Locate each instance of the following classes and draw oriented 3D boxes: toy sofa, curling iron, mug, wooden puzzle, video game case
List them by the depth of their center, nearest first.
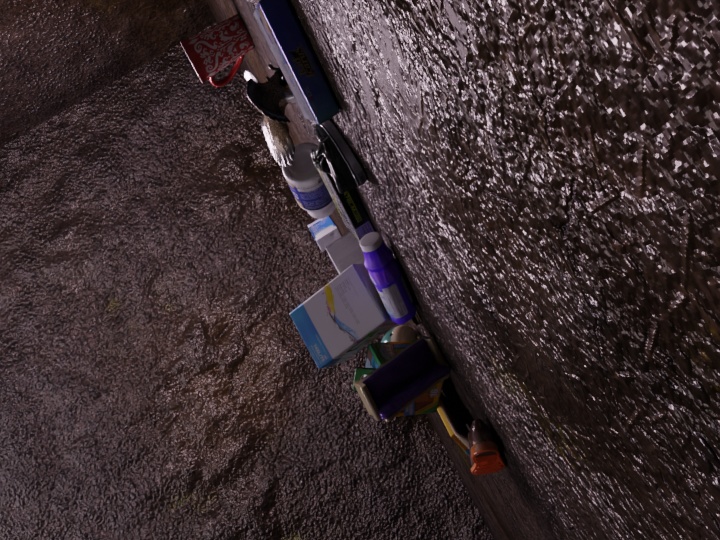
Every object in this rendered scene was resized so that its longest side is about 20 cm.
[{"bbox_3d":[-0.109,-0.351,1.097,0.204,0.045,0.182,63,178,-19],"label":"video game case"},{"bbox_3d":[0.091,0.225,1.390,0.085,0.197,0.097,61,162,-10],"label":"toy sofa"},{"bbox_3d":[0.228,0.371,1.598,0.186,0.037,0.201,50,-175,-43],"label":"wooden puzzle"},{"bbox_3d":[0.204,0.283,1.599,0.204,0.025,0.050,61,179,12],"label":"curling iron"},{"bbox_3d":[-0.435,-0.685,2.042,0.136,0.197,0.178,59,177,8],"label":"mug"}]

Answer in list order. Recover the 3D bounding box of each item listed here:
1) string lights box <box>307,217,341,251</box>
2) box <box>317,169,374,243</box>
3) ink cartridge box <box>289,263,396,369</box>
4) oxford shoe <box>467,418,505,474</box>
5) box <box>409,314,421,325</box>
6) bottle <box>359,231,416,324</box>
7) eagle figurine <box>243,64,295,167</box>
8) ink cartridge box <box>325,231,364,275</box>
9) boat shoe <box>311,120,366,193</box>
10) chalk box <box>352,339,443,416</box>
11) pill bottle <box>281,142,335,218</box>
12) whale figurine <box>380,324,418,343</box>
[{"bbox_3d":[-0.149,-0.160,2.728,0.060,0.101,0.200,60,178,-26],"label":"string lights box"},{"bbox_3d":[-0.037,-0.165,1.504,0.204,0.047,0.194,62,179,-22],"label":"box"},{"bbox_3d":[-0.027,0.102,1.503,0.148,0.198,0.146,58,-160,13],"label":"ink cartridge box"},{"bbox_3d":[0.250,0.358,1.322,0.202,0.069,0.075,75,-174,-57],"label":"oxford shoe"},{"bbox_3d":[0.079,0.036,1.544,0.167,0.021,0.200,63,177,-9],"label":"box"},{"bbox_3d":[0.055,0.015,1.366,0.203,0.064,0.084,64,176,-32],"label":"bottle"},{"bbox_3d":[-0.177,-0.342,1.365,0.149,0.205,0.150,27,149,-27],"label":"eagle figurine"},{"bbox_3d":[0.000,0.000,1.715,0.203,0.107,0.051,60,177,23],"label":"ink cartridge box"},{"bbox_3d":[-0.055,-0.210,1.213,0.202,0.067,0.074,59,176,37],"label":"boat shoe"},{"bbox_3d":[0.080,0.251,1.522,0.125,0.194,0.128,-126,39,-54],"label":"chalk box"},{"bbox_3d":[-0.123,-0.224,1.703,0.121,0.118,0.201,58,176,28],"label":"pill bottle"},{"bbox_3d":[0.121,0.240,1.700,0.202,0.102,0.161,53,-150,-26],"label":"whale figurine"}]
